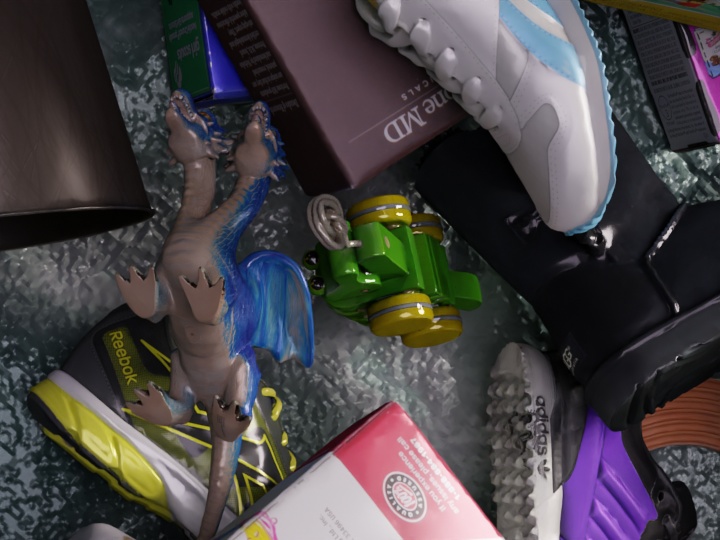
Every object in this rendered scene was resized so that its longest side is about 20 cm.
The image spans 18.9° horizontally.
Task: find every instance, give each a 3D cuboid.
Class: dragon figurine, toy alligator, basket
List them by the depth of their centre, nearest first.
[{"bbox_3d":[-0.057,0.024,0.942,0.058,0.099,0.202,0,113,24],"label":"dragon figurine"},{"bbox_3d":[-0.193,-0.111,0.947,0.179,0.136,0.202,-9,86,-7],"label":"basket"},{"bbox_3d":[0.000,0.000,0.994,0.054,0.200,0.060,-18,74,20],"label":"toy alligator"}]

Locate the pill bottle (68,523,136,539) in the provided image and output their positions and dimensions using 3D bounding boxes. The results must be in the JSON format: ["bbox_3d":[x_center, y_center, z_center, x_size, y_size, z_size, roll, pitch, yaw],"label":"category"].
[{"bbox_3d":[-0.065,0.210,0.976,0.199,0.116,0.116,32,79,-12],"label":"pill bottle"}]

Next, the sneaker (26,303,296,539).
[{"bbox_3d":[-0.055,0.091,1.005,0.200,0.074,0.085,38,78,-12],"label":"sneaker"}]

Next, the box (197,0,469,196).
[{"bbox_3d":[-0.024,-0.143,0.948,0.100,0.075,0.201,-33,101,-15],"label":"box"}]

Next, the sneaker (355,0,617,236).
[{"bbox_3d":[0.045,-0.105,0.900,0.080,0.076,0.201,-23,90,-10],"label":"sneaker"}]

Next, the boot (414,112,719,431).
[{"bbox_3d":[0.144,-0.038,1.025,0.199,0.077,0.169,-29,68,-16],"label":"boot"}]

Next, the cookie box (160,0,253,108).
[{"bbox_3d":[-0.014,-0.186,1.028,0.170,0.075,0.202,-7,90,-18],"label":"cookie box"}]

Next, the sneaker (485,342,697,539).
[{"bbox_3d":[0.115,0.136,1.038,0.099,0.070,0.202,2,87,-18],"label":"sneaker"}]

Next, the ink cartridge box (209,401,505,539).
[{"bbox_3d":[-0.021,0.172,0.894,0.200,0.086,0.148,-36,89,-36],"label":"ink cartridge box"}]

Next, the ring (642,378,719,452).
[{"bbox_3d":[0.160,0.154,1.096,0.199,0.019,0.202,1,88,-17],"label":"ring"}]

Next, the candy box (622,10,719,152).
[{"bbox_3d":[0.192,-0.177,1.097,0.135,0.061,0.202,-20,94,-17],"label":"candy box"}]

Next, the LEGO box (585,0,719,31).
[{"bbox_3d":[0.189,-0.158,0.981,0.198,0.149,0.078,10,84,-20],"label":"LEGO box"}]
